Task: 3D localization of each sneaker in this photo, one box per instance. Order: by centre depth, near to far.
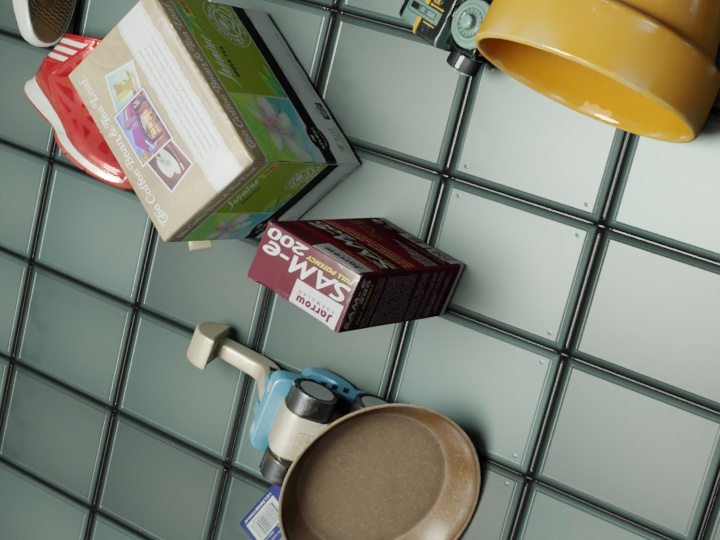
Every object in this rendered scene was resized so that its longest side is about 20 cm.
[{"bbox_3d":[-0.285,-0.186,1.435,0.200,0.078,0.116,44,115,19],"label":"sneaker"},{"bbox_3d":[-0.374,-0.338,1.480,0.085,0.073,0.200,-15,71,35],"label":"sneaker"}]

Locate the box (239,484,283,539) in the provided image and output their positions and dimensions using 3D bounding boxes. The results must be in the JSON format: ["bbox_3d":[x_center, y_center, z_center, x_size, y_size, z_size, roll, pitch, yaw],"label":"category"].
[{"bbox_3d":[-0.025,0.296,1.340,0.200,0.032,0.121,49,116,20],"label":"box"}]

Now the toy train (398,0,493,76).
[{"bbox_3d":[0.117,-0.280,1.190,0.114,0.085,0.200,39,112,33],"label":"toy train"}]

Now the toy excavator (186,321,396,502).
[{"bbox_3d":[-0.076,0.130,1.325,0.194,0.200,0.100,17,106,-17],"label":"toy excavator"}]

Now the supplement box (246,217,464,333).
[{"bbox_3d":[0.000,0.000,1.206,0.109,0.200,0.061,30,108,25],"label":"supplement box"}]

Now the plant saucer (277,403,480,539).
[{"bbox_3d":[0.015,0.208,1.247,0.201,0.200,0.037,-67,24,16],"label":"plant saucer"}]

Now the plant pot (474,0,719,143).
[{"bbox_3d":[0.222,-0.230,1.077,0.200,0.200,0.183,25,90,27],"label":"plant pot"}]

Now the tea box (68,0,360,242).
[{"bbox_3d":[-0.140,-0.146,1.281,0.134,0.197,0.200,-39,75,27],"label":"tea box"}]

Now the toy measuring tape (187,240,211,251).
[{"bbox_3d":[-0.182,-0.077,1.363,0.074,0.074,0.200,-43,44,26],"label":"toy measuring tape"}]
